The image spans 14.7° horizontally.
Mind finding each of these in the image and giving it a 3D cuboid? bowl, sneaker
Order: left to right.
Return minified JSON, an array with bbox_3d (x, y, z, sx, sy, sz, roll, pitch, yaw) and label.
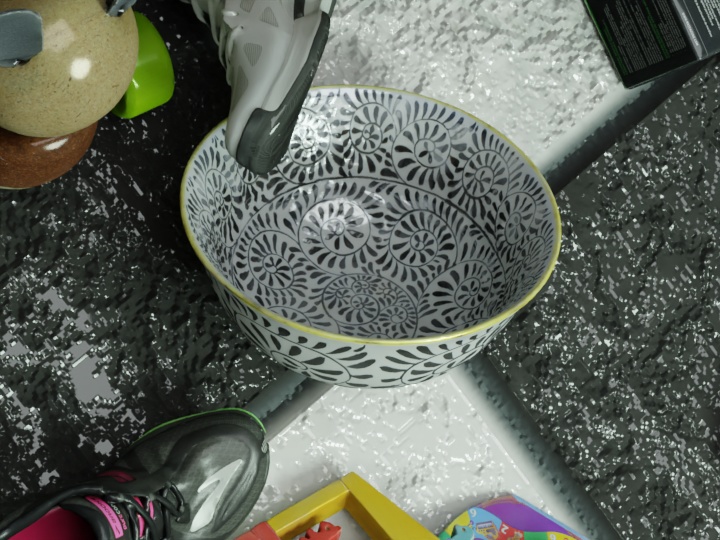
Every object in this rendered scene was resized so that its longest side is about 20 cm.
[{"bbox_3d":[-0.126,0.136,1.439,0.200,0.084,0.077,-30,96,-22],"label":"sneaker"},{"bbox_3d":[-0.075,-0.134,1.477,0.115,0.076,0.201,18,42,-5],"label":"sneaker"},{"bbox_3d":[0.000,0.000,1.485,0.200,0.094,0.201,5,43,-5],"label":"bowl"}]

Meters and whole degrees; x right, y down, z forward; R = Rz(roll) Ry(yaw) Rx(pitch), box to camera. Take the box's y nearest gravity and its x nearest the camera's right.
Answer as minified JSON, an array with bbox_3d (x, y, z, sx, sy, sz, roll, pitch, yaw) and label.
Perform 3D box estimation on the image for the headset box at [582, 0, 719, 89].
[{"bbox_3d":[0.217,-0.227,1.619,0.200,0.093,0.174,-27,94,-23],"label":"headset box"}]

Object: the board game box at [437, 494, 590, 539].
[{"bbox_3d":[0.122,0.208,1.527,0.200,0.039,0.158,33,52,-16],"label":"board game box"}]

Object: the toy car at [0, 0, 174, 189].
[{"bbox_3d":[-0.167,-0.127,1.391,0.164,0.200,0.158,-27,94,-23],"label":"toy car"}]

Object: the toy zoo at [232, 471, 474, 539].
[{"bbox_3d":[-0.019,0.186,1.469,0.200,0.020,0.131,-28,62,-29],"label":"toy zoo"}]
